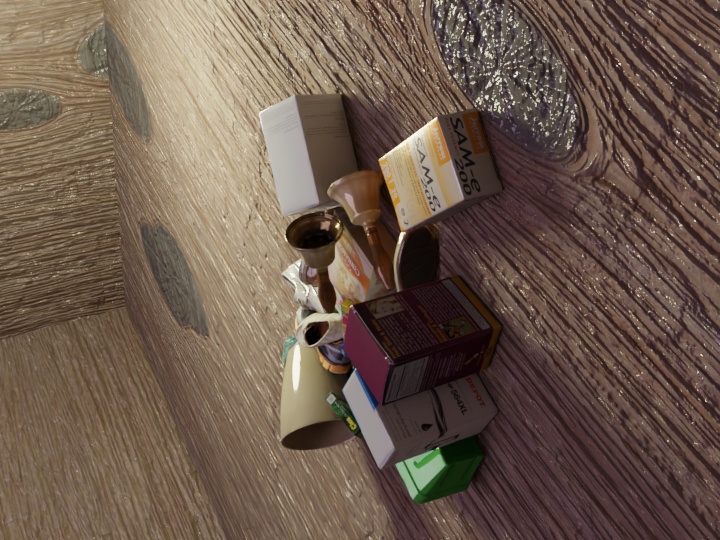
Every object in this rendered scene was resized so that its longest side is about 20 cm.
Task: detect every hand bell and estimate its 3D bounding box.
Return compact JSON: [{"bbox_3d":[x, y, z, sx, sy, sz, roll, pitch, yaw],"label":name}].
[{"bbox_3d":[0.019,-0.059,1.414,0.104,0.104,0.201,131,126,-60],"label":"hand bell"},{"bbox_3d":[-0.070,0.004,1.511,0.104,0.104,0.200,47,155,44],"label":"hand bell"}]

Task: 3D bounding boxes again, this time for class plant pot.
[{"bbox_3d":[-0.097,0.263,1.792,0.187,0.187,0.201,119,143,-55],"label":"plant pot"}]

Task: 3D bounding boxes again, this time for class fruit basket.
[{"bbox_3d":[0.101,0.308,1.444,0.215,0.155,0.216,5,96,50],"label":"fruit basket"}]

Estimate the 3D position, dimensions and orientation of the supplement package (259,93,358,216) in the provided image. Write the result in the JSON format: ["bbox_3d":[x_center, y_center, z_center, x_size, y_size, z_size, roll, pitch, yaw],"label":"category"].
[{"bbox_3d":[-0.091,-0.213,1.527,0.117,0.117,0.201,-13,90,46],"label":"supplement package"}]

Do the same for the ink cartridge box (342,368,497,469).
[{"bbox_3d":[0.095,0.209,1.320,0.146,0.199,0.084,61,149,26],"label":"ink cartridge box"}]

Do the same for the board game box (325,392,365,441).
[{"bbox_3d":[0.015,0.306,1.593,0.105,0.023,0.200,48,-177,42],"label":"board game box"}]

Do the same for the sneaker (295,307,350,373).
[{"bbox_3d":[-0.073,0.133,1.778,0.200,0.078,0.077,46,129,40],"label":"sneaker"}]

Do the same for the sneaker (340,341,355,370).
[{"bbox_3d":[0.028,0.176,1.569,0.200,0.085,0.077,27,128,56],"label":"sneaker"}]

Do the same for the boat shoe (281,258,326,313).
[{"bbox_3d":[-0.113,0.052,1.785,0.200,0.066,0.072,53,173,39],"label":"boat shoe"}]

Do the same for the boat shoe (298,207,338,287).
[{"bbox_3d":[-0.066,-0.057,1.653,0.072,0.076,0.201,24,115,27],"label":"boat shoe"}]

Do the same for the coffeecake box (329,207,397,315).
[{"bbox_3d":[0.000,0.000,1.544,0.154,0.073,0.200,56,149,33],"label":"coffeecake box"}]

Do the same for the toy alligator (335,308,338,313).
[{"bbox_3d":[-0.062,0.032,1.708,0.200,0.054,0.059,55,147,36],"label":"toy alligator"}]

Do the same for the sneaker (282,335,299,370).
[{"bbox_3d":[-0.154,0.188,1.964,0.091,0.077,0.200,65,152,28],"label":"sneaker"}]

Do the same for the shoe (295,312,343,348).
[{"bbox_3d":[-0.087,0.120,1.685,0.200,0.053,0.070,-20,80,55],"label":"shoe"}]

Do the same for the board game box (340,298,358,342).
[{"bbox_3d":[0.050,0.126,1.476,0.200,0.030,0.096,22,134,29],"label":"board game box"}]

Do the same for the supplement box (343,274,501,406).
[{"bbox_3d":[0.093,0.104,1.265,0.131,0.199,0.103,54,147,38],"label":"supplement box"}]

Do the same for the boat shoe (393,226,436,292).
[{"bbox_3d":[0.083,0.006,1.392,0.076,0.071,0.201,-119,26,-60],"label":"boat shoe"}]

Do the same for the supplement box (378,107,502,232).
[{"bbox_3d":[0.114,-0.144,1.232,0.200,0.073,0.126,-27,80,64],"label":"supplement box"}]
